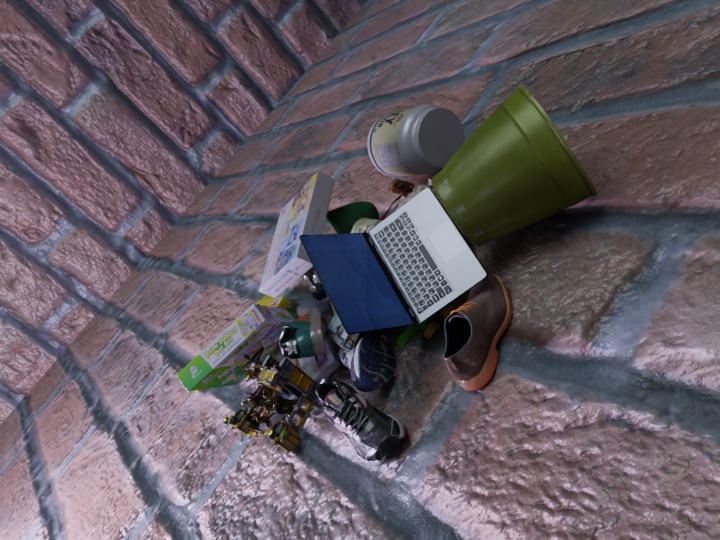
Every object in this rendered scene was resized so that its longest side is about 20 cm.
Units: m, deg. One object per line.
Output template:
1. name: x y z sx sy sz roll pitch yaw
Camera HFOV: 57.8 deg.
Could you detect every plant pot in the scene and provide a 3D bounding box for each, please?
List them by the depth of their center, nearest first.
1. plant pot: 0.219 -0.142 0.998 0.192 0.200 0.201 -35 27 15

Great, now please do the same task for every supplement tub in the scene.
1. supplement tub: 0.120 -0.283 1.435 0.145 0.145 0.200 -53 26 -15

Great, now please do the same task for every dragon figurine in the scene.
1. dragon figurine: -0.056 0.047 1.310 0.099 0.059 0.200 -37 22 22

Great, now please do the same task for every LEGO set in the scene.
1. LEGO set: -0.170 0.215 1.123 0.200 0.116 0.154 10 61 55

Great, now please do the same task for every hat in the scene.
1. hat: 0.032 -0.115 1.322 0.176 0.166 0.200 -34 39 1

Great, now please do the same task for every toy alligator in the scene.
1. toy alligator: 0.124 0.047 1.051 0.200 0.059 0.054 -51 -15 -12

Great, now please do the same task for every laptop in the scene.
1. laptop: 0.047 -0.022 0.969 0.200 0.116 0.188 -36 59 12

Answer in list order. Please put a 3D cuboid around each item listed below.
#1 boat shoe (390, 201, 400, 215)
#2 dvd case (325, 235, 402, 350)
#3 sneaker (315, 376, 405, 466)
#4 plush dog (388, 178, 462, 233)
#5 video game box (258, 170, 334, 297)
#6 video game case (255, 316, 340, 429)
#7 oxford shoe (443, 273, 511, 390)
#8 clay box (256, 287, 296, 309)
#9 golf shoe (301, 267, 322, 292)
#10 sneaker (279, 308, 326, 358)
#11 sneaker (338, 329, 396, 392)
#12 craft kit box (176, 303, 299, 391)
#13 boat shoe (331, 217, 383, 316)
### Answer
1. boat shoe: 0.050 -0.045 1.268 0.072 0.071 0.201 -2 54 54
2. dvd case: 0.006 0.033 1.105 0.201 0.022 0.146 -64 14 -4
3. sneaker: -0.015 0.217 0.966 0.081 0.086 0.200 -53 27 -12
4. plush dog: 0.107 -0.058 1.152 0.200 0.160 0.173 1 78 59
5. video game box: -0.125 -0.069 1.278 0.182 0.047 0.201 -39 34 53
6. video game case: -0.128 0.187 1.259 0.182 0.023 0.200 -43 26 6
7. oxford shoe: 0.164 0.068 0.929 0.071 0.073 0.201 -25 32 38
8. clay box: -0.222 0.131 1.454 0.115 0.048 0.201 -10 41 51
9. golf shoe: -0.076 -0.033 1.328 0.097 0.078 0.200 -35 30 9
10. sneaker: -0.105 0.112 1.155 0.079 0.072 0.200 -11 3 -5
11. sneaker: 0.005 0.142 1.082 0.085 0.077 0.200 -45 16 24
12. craft kit box: -0.222 0.147 1.250 0.200 0.049 0.197 -42 -18 8
13. boat shoe: 0.000 0.000 1.201 0.062 0.073 0.201 9 85 49
